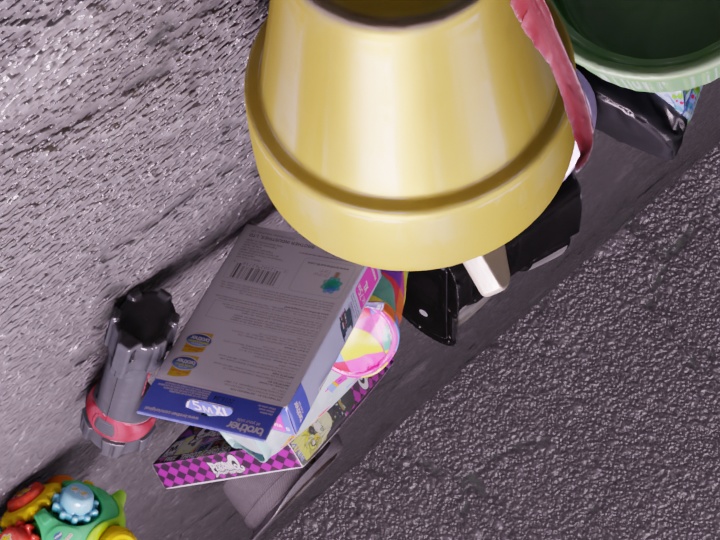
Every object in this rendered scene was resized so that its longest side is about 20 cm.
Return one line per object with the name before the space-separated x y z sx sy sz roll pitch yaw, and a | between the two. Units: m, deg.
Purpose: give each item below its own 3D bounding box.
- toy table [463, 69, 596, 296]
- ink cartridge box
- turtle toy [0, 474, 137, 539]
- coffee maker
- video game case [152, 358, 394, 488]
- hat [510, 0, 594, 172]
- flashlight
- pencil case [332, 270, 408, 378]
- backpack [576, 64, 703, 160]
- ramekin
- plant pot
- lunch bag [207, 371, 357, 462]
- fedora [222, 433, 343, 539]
toy table | 0.078 -0.084 1.397 0.200 0.184 0.117 -37 -174 33
ink cartridge box | -0.076 0.054 1.395 0.201 0.118 0.042 -60 149 -37
turtle toy | -0.295 0.253 1.622 0.199 0.102 0.146 -36 -168 -18
coffee maker | 0.134 -0.045 1.892 0.200 0.135 0.192 -37 168 -28
video game case | -0.087 0.143 1.807 0.199 0.036 0.181 -14 -158 42
hat | 0.084 -0.192 0.844 0.165 0.177 0.200 -40 152 11
flashlight | -0.183 0.081 1.454 0.067 0.068 0.200 -9 151 -22
pencil case | 0.000 0.000 1.526 0.088 0.088 0.201 -47 -161 31
backpack | 0.225 -0.217 1.433 0.201 0.162 0.154 -60 173 -11
ramekin | 0.205 -0.219 1.239 0.200 0.200 0.098 -42 166 6
plant pot | 0.027 -0.131 1.033 0.200 0.201 0.189 -38 155 -16
lunch bag | -0.065 0.082 1.640 0.170 0.122 0.200 -39 -173 -12
fedora | -0.114 0.265 2.369 0.200 0.090 0.177 -43 173 -30
